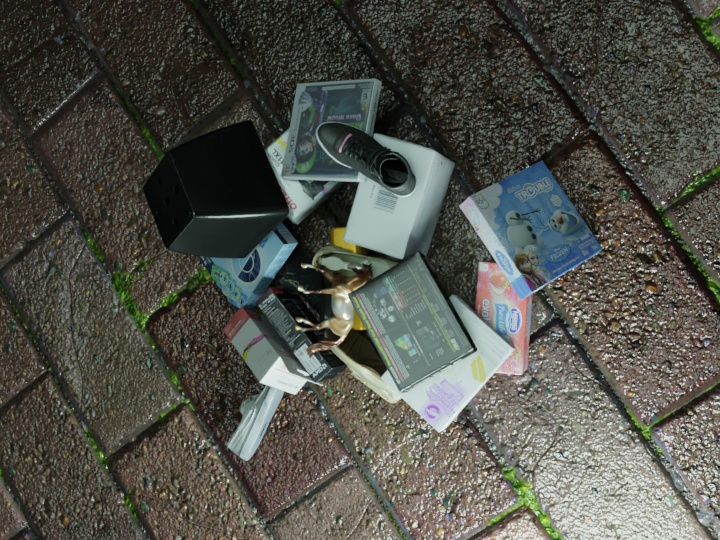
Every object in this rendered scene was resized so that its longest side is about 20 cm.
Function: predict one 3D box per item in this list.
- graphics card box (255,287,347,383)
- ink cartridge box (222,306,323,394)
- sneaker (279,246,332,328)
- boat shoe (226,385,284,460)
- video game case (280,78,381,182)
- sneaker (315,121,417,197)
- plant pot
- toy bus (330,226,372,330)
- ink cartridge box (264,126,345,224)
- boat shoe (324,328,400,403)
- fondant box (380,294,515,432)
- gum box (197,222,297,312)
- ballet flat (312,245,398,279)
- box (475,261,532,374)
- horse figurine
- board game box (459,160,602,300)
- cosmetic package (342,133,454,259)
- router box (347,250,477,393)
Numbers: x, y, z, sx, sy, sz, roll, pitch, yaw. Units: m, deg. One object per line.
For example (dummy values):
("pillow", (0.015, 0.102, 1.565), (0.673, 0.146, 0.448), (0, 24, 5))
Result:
("graphics card box", (-0.111, 0.124, 1.749), (0.051, 0.125, 0.200), (-42, 79, 11))
("ink cartridge box", (-0.169, 0.168, 1.735), (0.068, 0.116, 0.200), (-50, 51, 9))
("sneaker", (-0.109, 0.031, 1.751), (0.104, 0.060, 0.201), (-3, 53, -4))
("boat shoe", (-0.215, 0.288, 1.811), (0.065, 0.074, 0.201), (28, 97, 11))
("video game case", (-0.056, -0.254, 1.618), (0.199, 0.023, 0.183), (7, 86, 41))
("sneaker", (0.011, -0.196, 1.495), (0.200, 0.099, 0.071), (34, 88, 2))
("plant pot", (-0.280, -0.137, 1.645), (0.200, 0.177, 0.200), (-38, 71, 46))
("toy bus", (-0.016, 0.016, 1.743), (0.065, 0.078, 0.201), (-2, 90, 18))
("ink cartridge box", (-0.099, -0.208, 1.730), (0.200, 0.083, 0.146), (-41, 89, -2))
("boat shoe", (0.004, 0.184, 1.730), (0.200, 0.072, 0.065), (37, 132, -2))
("fondant box", (0.156, 0.164, 1.587), (0.144, 0.058, 0.200), (42, 97, 12))
("gum box", (-0.230, -0.043, 1.780), (0.170, 0.044, 0.200), (50, 123, 23))
("ballet flat", (0.000, 0.000, 1.659), (0.199, 0.069, 0.070), (14, 95, 20))
("box", (0.264, 0.085, 1.645), (0.094, 0.103, 0.201), (4, 90, 16))
("horse figurine", (-0.053, 0.067, 1.645), (0.132, 0.050, 0.201), (7, 111, -1))
("board game box", (0.306, -0.076, 1.593), (0.200, 0.199, 0.043), (57, 147, 9))
("cosmetic package", (0.076, -0.130, 1.649), (0.122, 0.200, 0.200), (18, 96, 14))
("router box", (0.090, 0.090, 1.547), (0.149, 0.062, 0.201), (-30, 78, 10))
